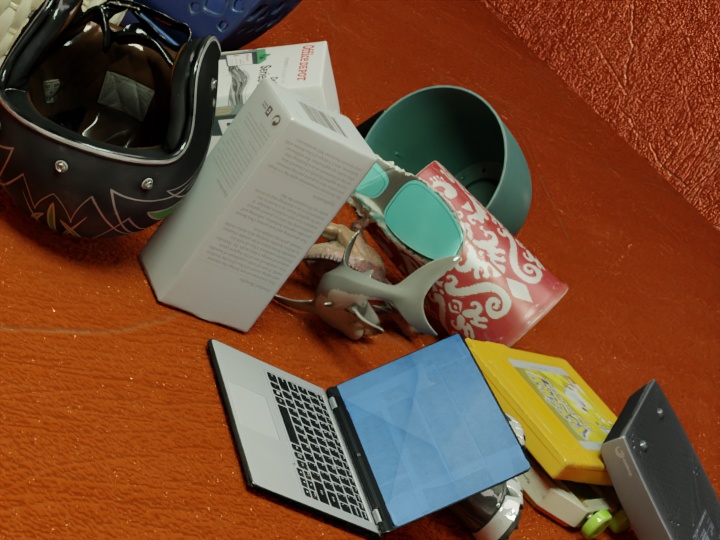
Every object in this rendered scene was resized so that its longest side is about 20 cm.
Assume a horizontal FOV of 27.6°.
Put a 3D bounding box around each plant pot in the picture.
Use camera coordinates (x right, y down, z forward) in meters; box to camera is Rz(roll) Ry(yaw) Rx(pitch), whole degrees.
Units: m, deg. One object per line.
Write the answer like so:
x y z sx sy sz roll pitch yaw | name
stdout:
-0.194 -0.353 1.795 0.200 0.180 0.200 39 18 4 | plant pot
0.117 -0.101 1.783 0.201 0.201 0.161 50 10 32 | plant pot

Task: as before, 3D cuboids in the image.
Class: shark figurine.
0.000 0.005 1.350 0.128 0.090 0.214 23 -15 -14 | shark figurine

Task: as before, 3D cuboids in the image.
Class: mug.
0.098 0.001 1.594 0.200 0.178 0.133 48 48 1 | mug

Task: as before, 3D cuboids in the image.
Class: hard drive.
0.304 0.223 1.440 0.200 0.042 0.135 62 34 -11 | hard drive

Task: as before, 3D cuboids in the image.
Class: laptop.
0.002 0.107 1.177 0.200 0.116 0.187 27 21 -30 | laptop

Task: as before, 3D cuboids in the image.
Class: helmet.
-0.213 -0.120 1.197 0.199 0.191 0.200 20 -10 4 | helmet

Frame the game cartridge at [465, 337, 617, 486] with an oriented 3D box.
0.198 0.143 1.471 0.200 0.032 0.176 17 28 -52 | game cartridge

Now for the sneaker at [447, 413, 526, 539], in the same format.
0.097 0.162 1.305 0.090 0.067 0.200 37 20 -11 | sneaker

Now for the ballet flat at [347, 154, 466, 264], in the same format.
0.033 -0.071 1.478 0.200 0.072 0.072 42 18 18 | ballet flat

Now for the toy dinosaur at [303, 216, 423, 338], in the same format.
0.000 0.000 1.468 0.136 0.086 0.200 46 17 28 | toy dinosaur

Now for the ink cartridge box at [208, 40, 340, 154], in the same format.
-0.124 -0.159 1.440 0.199 0.085 0.146 -6 26 3 | ink cartridge box

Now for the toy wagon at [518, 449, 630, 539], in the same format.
0.209 0.201 1.470 0.155 0.040 0.200 48 20 26 | toy wagon

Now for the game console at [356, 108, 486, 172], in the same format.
0.048 -0.173 1.937 0.200 0.176 0.117 24 51 -36 | game console

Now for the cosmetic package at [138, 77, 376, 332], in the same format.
-0.090 -0.053 1.248 0.101 0.200 0.071 23 23 -39 | cosmetic package

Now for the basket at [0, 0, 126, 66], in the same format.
-0.315 -0.261 1.324 0.198 0.200 0.161 30 22 -23 | basket
